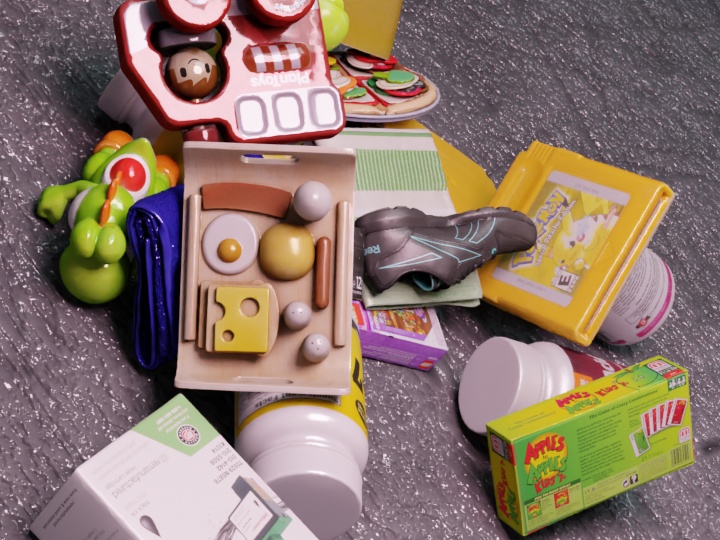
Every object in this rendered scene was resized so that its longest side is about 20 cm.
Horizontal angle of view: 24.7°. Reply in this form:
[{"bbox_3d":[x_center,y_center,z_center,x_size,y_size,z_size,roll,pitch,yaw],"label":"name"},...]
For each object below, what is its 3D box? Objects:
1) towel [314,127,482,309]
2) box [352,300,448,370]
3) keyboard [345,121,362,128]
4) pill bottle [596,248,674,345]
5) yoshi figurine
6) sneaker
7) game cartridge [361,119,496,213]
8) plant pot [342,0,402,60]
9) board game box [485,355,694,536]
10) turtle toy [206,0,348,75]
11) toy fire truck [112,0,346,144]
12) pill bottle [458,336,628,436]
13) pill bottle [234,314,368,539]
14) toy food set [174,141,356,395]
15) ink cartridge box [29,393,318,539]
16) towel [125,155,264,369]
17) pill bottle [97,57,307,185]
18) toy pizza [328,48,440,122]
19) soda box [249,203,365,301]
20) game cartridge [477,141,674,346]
[{"bbox_3d":[0.037,-0.054,1.646,0.152,0.023,0.201,-1,64,-36],"label":"towel"},{"bbox_3d":[0.000,0.000,1.645,0.137,0.039,0.200,16,42,-35],"label":"box"},{"bbox_3d":[0.002,-0.134,1.814,0.127,0.021,0.200,15,43,-34],"label":"keyboard"},{"bbox_3d":[0.246,-0.006,1.789,0.200,0.113,0.114,33,31,-41],"label":"pill bottle"},{"bbox_3d":[-0.221,-0.039,1.443,0.200,0.112,0.112,-79,149,-64],"label":"yoshi figurine"},{"bbox_3d":[0.085,-0.017,1.604,0.199,0.075,0.080,-2,74,-26],"label":"sneaker"},{"bbox_3d":[0.090,-0.089,1.807,0.200,0.032,0.177,32,28,-36],"label":"game cartridge"},{"bbox_3d":[-0.056,-0.367,1.811,0.199,0.177,0.200,15,14,-33],"label":"plant pot"},{"bbox_3d":[0.219,0.163,1.551,0.199,0.102,0.048,-19,23,-23],"label":"board game box"},{"bbox_3d":[-0.095,-0.211,1.647,0.146,0.200,0.101,39,42,-32],"label":"turtle toy"},{"bbox_3d":[-0.118,-0.191,1.495,0.199,0.112,0.169,-9,85,-23],"label":"toy fire truck"},{"bbox_3d":[0.203,0.135,1.629,0.199,0.114,0.114,17,41,-32],"label":"pill bottle"},{"bbox_3d":[-0.051,0.123,1.390,0.114,0.114,0.200,24,38,-25],"label":"pill bottle"},{"bbox_3d":[-0.076,-0.001,1.330,0.143,0.060,0.201,2,83,-2],"label":"toy food set"},{"bbox_3d":[-0.124,0.214,1.243,0.200,0.084,0.146,45,34,6],"label":"ink cartridge box"},{"bbox_3d":[-0.131,-0.012,1.442,0.049,0.148,0.200,9,21,24],"label":"towel"},{"bbox_3d":[-0.148,-0.127,1.574,0.200,0.111,0.111,39,34,-4],"label":"pill bottle"},{"bbox_3d":[-0.011,-0.210,1.790,0.199,0.032,0.200,6,25,-3],"label":"toy pizza"},{"bbox_3d":[-0.062,-0.016,1.466,0.200,0.063,0.071,15,77,-67],"label":"soda box"},{"bbox_3d":[0.197,-0.033,1.663,0.200,0.177,0.032,25,-8,47],"label":"game cartridge"}]
